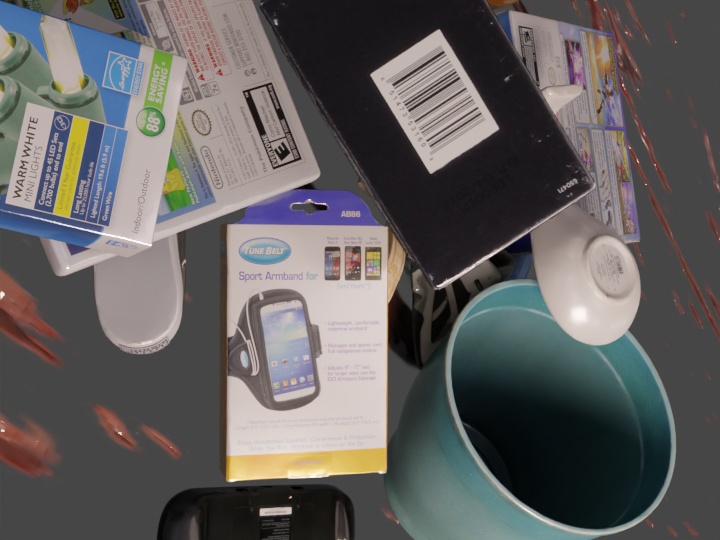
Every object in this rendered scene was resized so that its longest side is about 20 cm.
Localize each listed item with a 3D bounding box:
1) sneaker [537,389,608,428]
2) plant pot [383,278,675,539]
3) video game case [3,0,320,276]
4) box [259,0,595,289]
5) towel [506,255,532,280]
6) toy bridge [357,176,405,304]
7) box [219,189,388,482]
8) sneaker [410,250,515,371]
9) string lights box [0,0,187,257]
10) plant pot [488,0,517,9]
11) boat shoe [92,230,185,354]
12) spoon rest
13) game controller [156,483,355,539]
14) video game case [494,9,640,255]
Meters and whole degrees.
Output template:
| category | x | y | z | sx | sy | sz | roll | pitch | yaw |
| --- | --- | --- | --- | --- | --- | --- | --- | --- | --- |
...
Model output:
| category | x | y | z | sx | sy | sz | roll | pitch | yaw |
| --- | --- | --- | --- | --- | --- | --- | --- | --- | --- |
| sneaker | 0.194 | 0.132 | 0.972 | 0.080 | 0.199 | 0.147 | -40 | 134 | -17 |
| plant pot | 0.115 | 0.140 | 0.830 | 0.198 | 0.188 | 0.202 | 13 | 56 | -19 |
| video game case | -0.133 | -0.121 | 0.607 | 0.181 | 0.022 | 0.202 | -24 | 94 | -34 |
| box | 0.039 | -0.110 | 0.692 | 0.123 | 0.198 | 0.201 | -32 | 95 | 1 |
| towel | 0.103 | -0.053 | 0.947 | 0.201 | 0.048 | 0.112 | 55 | 51 | -35 |
| toy bridge | 0.000 | 0.000 | 0.808 | 0.027 | 0.067 | 0.202 | 45 | 58 | -41 |
| box | -0.041 | 0.044 | 0.738 | 0.118 | 0.041 | 0.203 | 1 | 89 | -16 |
| sneaker | 0.085 | 0.018 | 0.862 | 0.074 | 0.087 | 0.202 | -84 | 172 | -52 |
| string lights box | -0.196 | -0.080 | 0.512 | 0.198 | 0.059 | 0.104 | 13 | 80 | -24 |
| plant pot | 0.146 | -0.333 | 0.886 | 0.199 | 0.182 | 0.203 | -2 | 93 | -51 |
| boat shoe | -0.140 | -0.046 | 0.644 | 0.057 | 0.068 | 0.203 | 114 | -26 | -76 |
| spoon rest | 0.167 | -0.041 | 0.812 | 0.098 | 0.060 | 0.202 | -8 | 83 | -33 |
| game controller | -0.070 | 0.212 | 0.759 | 0.199 | 0.042 | 0.106 | 13 | 67 | -51 |
| video game case | 0.179 | -0.119 | 0.924 | 0.180 | 0.045 | 0.203 | -5 | 87 | -48 |
